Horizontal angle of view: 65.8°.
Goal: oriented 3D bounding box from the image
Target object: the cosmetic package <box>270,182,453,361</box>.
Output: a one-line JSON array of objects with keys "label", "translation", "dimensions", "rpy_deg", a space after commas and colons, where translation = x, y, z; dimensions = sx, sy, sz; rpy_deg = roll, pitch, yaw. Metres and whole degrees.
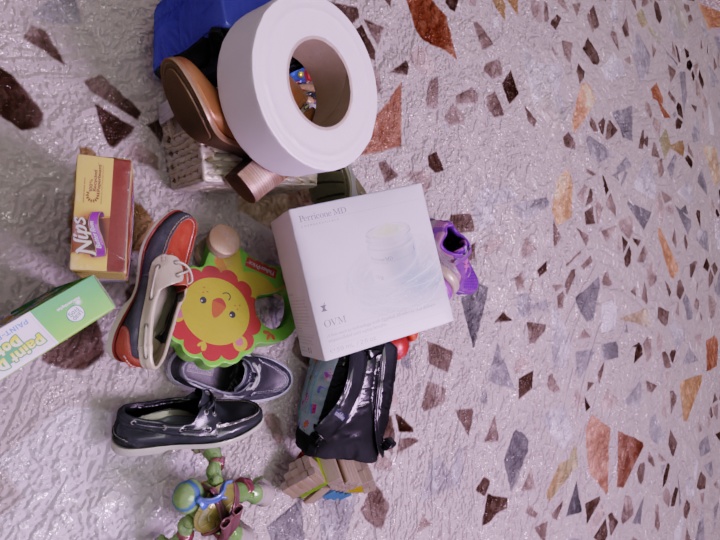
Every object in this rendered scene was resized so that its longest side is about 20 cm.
[{"label": "cosmetic package", "translation": [0.000, 0.000, 0.784], "dimensions": [0.198, 0.123, 0.202], "rpy_deg": [-15, 90, -21]}]

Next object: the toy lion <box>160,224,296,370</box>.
[{"label": "toy lion", "translation": [-0.176, 0.049, 0.781], "dimensions": [0.199, 0.068, 0.193], "rpy_deg": [25, 58, -29]}]

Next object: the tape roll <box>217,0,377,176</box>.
[{"label": "tape roll", "translation": [-0.069, -0.218, 0.666], "dimensions": [0.201, 0.070, 0.205], "rpy_deg": [-2, 92, -46]}]

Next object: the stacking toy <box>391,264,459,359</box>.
[{"label": "stacking toy", "translation": [0.103, 0.083, 1.039], "dimensions": [0.085, 0.085, 0.201], "rpy_deg": [47, 66, -26]}]

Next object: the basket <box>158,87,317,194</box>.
[{"label": "basket", "translation": [-0.169, -0.176, 0.795], "dimensions": [0.199, 0.135, 0.125], "rpy_deg": [-4, 93, -39]}]

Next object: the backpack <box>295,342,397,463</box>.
[{"label": "backpack", "translation": [-0.021, 0.191, 0.888], "dimensions": [0.166, 0.126, 0.202], "rpy_deg": [17, 83, -39]}]

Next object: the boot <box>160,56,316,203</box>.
[{"label": "boot", "translation": [-0.139, -0.205, 0.690], "dimensions": [0.155, 0.073, 0.201], "rpy_deg": [-52, 132, -25]}]

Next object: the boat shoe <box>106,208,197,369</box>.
[{"label": "boat shoe", "translation": [-0.237, 0.020, 0.674], "dimensions": [0.071, 0.062, 0.202], "rpy_deg": [52, 51, -60]}]

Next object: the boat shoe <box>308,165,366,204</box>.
[{"label": "boat shoe", "translation": [-0.030, -0.117, 0.887], "dimensions": [0.069, 0.074, 0.202], "rpy_deg": [-58, 144, -48]}]

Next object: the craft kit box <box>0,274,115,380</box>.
[{"label": "craft kit box", "translation": [-0.372, 0.080, 0.565], "dimensions": [0.200, 0.197, 0.049], "rpy_deg": [-39, 112, -35]}]

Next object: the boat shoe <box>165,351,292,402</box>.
[{"label": "boat shoe", "translation": [-0.175, 0.151, 0.804], "dimensions": [0.199, 0.067, 0.073], "rpy_deg": [21, 74, -36]}]

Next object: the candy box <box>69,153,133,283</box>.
[{"label": "candy box", "translation": [-0.290, -0.049, 0.638], "dimensions": [0.056, 0.200, 0.118], "rpy_deg": [4, 85, -23]}]

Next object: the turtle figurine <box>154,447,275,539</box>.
[{"label": "turtle figurine", "translation": [-0.220, 0.304, 0.754], "dimensions": [0.194, 0.198, 0.145], "rpy_deg": [52, 25, -50]}]

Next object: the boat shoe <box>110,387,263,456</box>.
[{"label": "boat shoe", "translation": [-0.222, 0.188, 0.734], "dimensions": [0.197, 0.074, 0.067], "rpy_deg": [0, 111, -24]}]

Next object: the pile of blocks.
[{"label": "pile of blocks", "translation": [-0.055, 0.330, 0.907], "dimensions": [0.199, 0.082, 0.062], "rpy_deg": [27, 26, -44]}]

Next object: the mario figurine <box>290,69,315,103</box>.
[{"label": "mario figurine", "translation": [-0.103, -0.301, 0.869], "dimensions": [0.201, 0.123, 0.106], "rpy_deg": [57, 43, -16]}]

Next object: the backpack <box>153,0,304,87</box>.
[{"label": "backpack", "translation": [-0.180, -0.328, 0.754], "dimensions": [0.162, 0.199, 0.170], "rpy_deg": [8, 76, -45]}]

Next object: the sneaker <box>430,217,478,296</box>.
[{"label": "sneaker", "translation": [0.186, -0.026, 1.103], "dimensions": [0.201, 0.088, 0.081], "rpy_deg": [51, 57, -26]}]
